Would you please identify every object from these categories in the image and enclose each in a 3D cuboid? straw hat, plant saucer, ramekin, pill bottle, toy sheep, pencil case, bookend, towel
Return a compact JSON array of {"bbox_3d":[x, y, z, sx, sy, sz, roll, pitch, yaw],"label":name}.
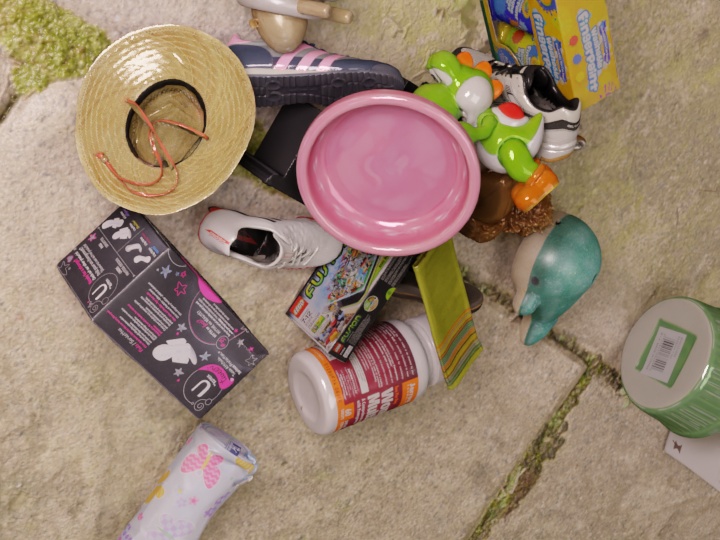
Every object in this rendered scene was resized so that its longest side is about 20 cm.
[{"bbox_3d":[-0.202,-0.149,1.447,0.201,0.201,0.085,-46,172,-6],"label":"straw hat"},{"bbox_3d":[0.032,-0.110,1.484,0.198,0.051,0.202,4,126,6],"label":"plant saucer"},{"bbox_3d":[0.476,0.136,2.014,0.097,0.200,0.201,24,99,-33],"label":"ramekin"},{"bbox_3d":[0.017,0.126,1.737,0.199,0.109,0.110,-18,123,-26],"label":"pill bottle"},{"bbox_3d":[-0.068,-0.326,1.423,0.137,0.137,0.202,7,98,-37],"label":"toy sheep"},{"bbox_3d":[-0.212,0.285,1.678,0.090,0.083,0.201,36,92,-19],"label":"pencil case"},{"bbox_3d":[-0.011,-0.159,1.577,0.199,0.092,0.200,27,96,-40],"label":"bookend"},{"bbox_3d":[0.109,0.048,1.690,0.086,0.018,0.201,-54,139,-39],"label":"towel"}]

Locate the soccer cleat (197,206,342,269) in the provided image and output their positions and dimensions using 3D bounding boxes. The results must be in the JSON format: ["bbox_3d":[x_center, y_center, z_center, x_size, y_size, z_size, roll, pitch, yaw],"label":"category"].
[{"bbox_3d":[-0.095,-0.029,1.591,0.199,0.085,0.069,11,108,-38],"label":"soccer cleat"}]

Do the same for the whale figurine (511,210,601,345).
[{"bbox_3d":[0.265,0.019,1.851,0.159,0.103,0.201,-42,147,-42],"label":"whale figurine"}]

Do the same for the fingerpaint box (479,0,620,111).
[{"bbox_3d":[0.211,-0.307,1.605,0.073,0.167,0.201,-31,129,-17],"label":"fingerpaint box"}]

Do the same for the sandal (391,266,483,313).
[{"bbox_3d":[0.084,0.008,1.746,0.199,0.082,0.055,18,109,-32],"label":"sandal"}]

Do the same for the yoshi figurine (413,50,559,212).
[{"bbox_3d":[0.126,-0.149,1.541,0.200,0.112,0.112,50,49,-6],"label":"yoshi figurine"}]

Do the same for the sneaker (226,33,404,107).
[{"bbox_3d":[-0.051,-0.224,1.482,0.198,0.083,0.070,2,149,-11],"label":"sneaker"}]

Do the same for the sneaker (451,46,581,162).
[{"bbox_3d":[0.185,-0.218,1.612,0.075,0.200,0.088,-31,150,-33],"label":"sneaker"}]

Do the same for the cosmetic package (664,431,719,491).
[{"bbox_3d":[0.626,0.248,2.194,0.199,0.165,0.166,-3,114,-34],"label":"cosmetic package"}]

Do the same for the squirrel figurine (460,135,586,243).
[{"bbox_3d":[0.190,-0.134,1.727,0.186,0.141,0.201,-38,145,-26],"label":"squirrel figurine"}]

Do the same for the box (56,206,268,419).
[{"bbox_3d":[-0.218,0.044,1.513,0.115,0.132,0.200,-42,131,-4],"label":"box"}]

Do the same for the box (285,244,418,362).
[{"bbox_3d":[0.000,0.000,1.658,0.035,0.110,0.201,32,93,-41],"label":"box"}]
